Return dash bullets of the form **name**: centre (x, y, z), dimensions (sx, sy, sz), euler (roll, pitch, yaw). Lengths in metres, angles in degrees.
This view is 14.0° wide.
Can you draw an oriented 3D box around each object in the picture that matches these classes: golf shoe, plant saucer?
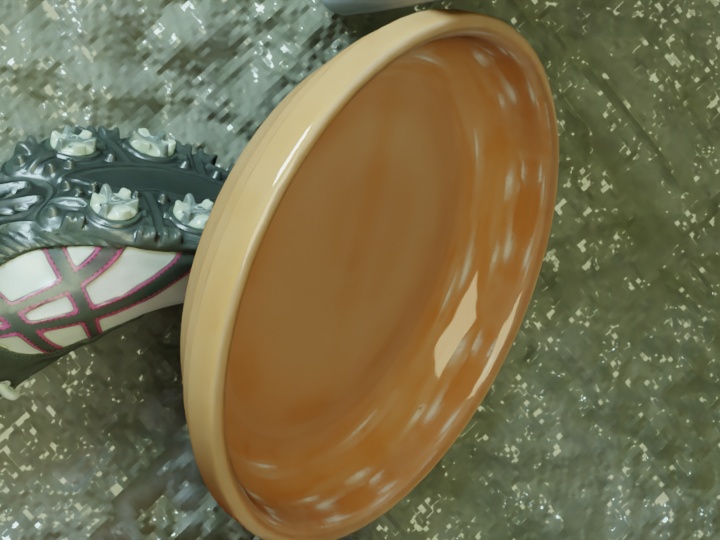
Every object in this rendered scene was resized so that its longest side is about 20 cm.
- **golf shoe**: centre (-0.114, -0.001, 1.034), dimensions (0.200, 0.077, 0.088), euler (-1, 120, -24)
- **plant saucer**: centre (0.000, 0.000, 1.036), dimensions (0.200, 0.037, 0.200), euler (-36, 138, -40)

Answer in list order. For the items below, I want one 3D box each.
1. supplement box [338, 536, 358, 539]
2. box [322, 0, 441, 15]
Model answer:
- **supplement box**: centre (-0.079, 0.138, 1.025), dimensions (0.200, 0.109, 0.061), euler (-5, 95, -21)
- **box**: centre (0.073, -0.203, 1.012), dimensions (0.171, 0.199, 0.200), euler (-15, 97, -19)
